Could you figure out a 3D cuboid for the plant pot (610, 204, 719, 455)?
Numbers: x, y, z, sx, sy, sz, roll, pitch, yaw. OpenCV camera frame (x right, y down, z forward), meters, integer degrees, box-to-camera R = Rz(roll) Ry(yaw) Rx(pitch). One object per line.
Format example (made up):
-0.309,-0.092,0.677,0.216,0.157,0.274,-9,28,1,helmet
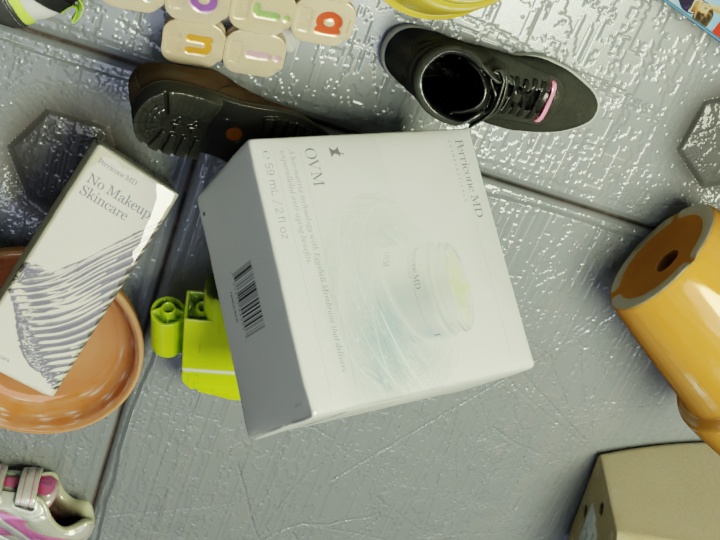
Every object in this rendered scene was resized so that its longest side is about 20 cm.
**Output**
0.338,0.045,0.833,0.183,0.200,0.200,39,109,-8,plant pot

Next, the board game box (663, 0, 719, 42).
0.308,-0.289,0.705,0.195,0.056,0.200,27,113,-20,board game box

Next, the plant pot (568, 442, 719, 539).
0.331,0.306,0.977,0.176,0.200,0.201,11,118,0,plant pot

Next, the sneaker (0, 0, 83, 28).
-0.253,-0.273,0.646,0.082,0.072,0.201,-15,127,-3,sneaker

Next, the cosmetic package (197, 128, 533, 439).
0.003,0.007,0.708,0.199,0.201,0.123,-8,168,-32,cosmetic package

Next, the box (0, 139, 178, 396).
-0.239,-0.004,0.759,0.082,0.068,0.201,31,92,-21,box

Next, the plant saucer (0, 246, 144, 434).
-0.301,0.063,0.845,0.198,0.038,0.201,-3,119,-5,plant saucer

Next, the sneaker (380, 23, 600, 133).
0.116,-0.142,0.741,0.199,0.099,0.071,13,116,-15,sneaker

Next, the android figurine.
-0.100,0.066,0.829,0.181,0.041,0.200,4,147,-8,android figurine

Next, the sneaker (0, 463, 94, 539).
-0.351,0.229,0.914,0.088,0.082,0.200,-42,124,15,sneaker

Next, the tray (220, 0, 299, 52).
-0.124,-0.249,0.697,0.199,0.022,0.108,18,117,-16,tray

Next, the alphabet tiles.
-0.090,-0.233,0.665,0.194,0.015,0.201,6,136,-13,alphabet tiles

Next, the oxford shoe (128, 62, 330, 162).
-0.096,-0.125,0.743,0.199,0.085,0.073,20,121,-40,oxford shoe

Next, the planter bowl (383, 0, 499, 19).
0.093,-0.262,0.637,0.199,0.083,0.202,-18,130,-23,planter bowl
